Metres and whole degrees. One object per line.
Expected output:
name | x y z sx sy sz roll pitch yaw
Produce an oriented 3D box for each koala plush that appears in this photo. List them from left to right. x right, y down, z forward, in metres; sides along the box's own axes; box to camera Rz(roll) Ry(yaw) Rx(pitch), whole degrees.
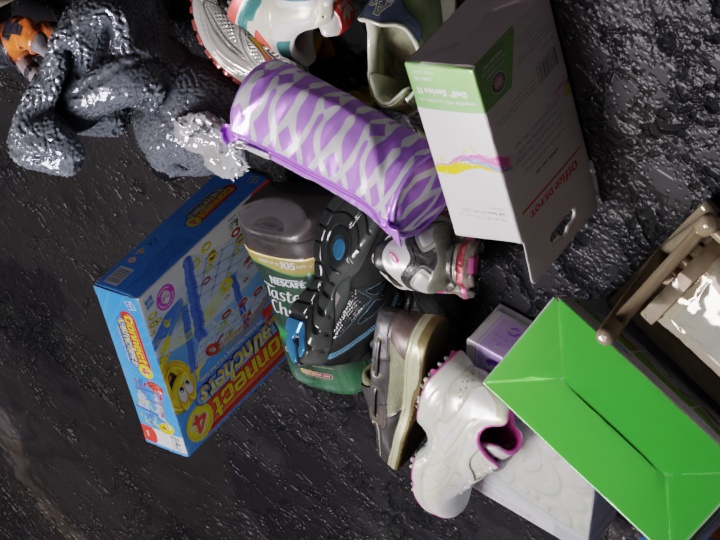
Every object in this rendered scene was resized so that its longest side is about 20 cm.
koala plush | -0.170 -0.149 1.757 0.200 0.177 0.184 27 111 2

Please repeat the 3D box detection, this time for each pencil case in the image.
pencil case | -0.019 -0.097 1.614 0.200 0.085 0.084 28 150 32

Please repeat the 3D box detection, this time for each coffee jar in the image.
coffee jar | -0.039 0.013 1.879 0.104 0.085 0.200 12 133 39

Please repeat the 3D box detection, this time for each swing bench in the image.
swing bench | 0.291 0.058 1.506 0.199 0.200 0.130 43 102 3

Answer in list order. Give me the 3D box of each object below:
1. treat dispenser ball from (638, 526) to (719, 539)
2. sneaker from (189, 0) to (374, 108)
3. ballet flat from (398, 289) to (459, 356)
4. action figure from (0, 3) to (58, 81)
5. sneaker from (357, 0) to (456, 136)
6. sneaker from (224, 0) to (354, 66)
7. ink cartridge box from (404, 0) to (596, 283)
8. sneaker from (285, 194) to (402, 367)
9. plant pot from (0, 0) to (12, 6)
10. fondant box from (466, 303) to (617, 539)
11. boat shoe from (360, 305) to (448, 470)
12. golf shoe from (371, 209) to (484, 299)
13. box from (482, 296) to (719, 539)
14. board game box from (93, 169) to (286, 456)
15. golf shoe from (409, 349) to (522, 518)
treat dispenser ball | 0.295 0.311 1.720 0.201 0.201 0.201 28 142 25
sneaker | -0.063 -0.186 1.728 0.200 0.078 0.082 45 120 10
ballet flat | 0.053 0.050 1.841 0.066 0.057 0.200 22 138 32
action figure | -0.347 -0.213 1.886 0.193 0.200 0.105 13 105 22
sneaker | 0.041 -0.149 1.621 0.067 0.090 0.201 18 137 34
sneaker | -0.030 -0.242 1.611 0.093 0.070 0.200 41 136 4
ink cartridge box | 0.112 -0.102 1.565 0.067 0.117 0.200 9 131 36
sneaker | 0.000 0.000 1.785 0.200 0.082 0.073 -65 34 33
plant pot | -0.303 -0.336 1.736 0.173 0.200 0.200 -14 115 36
fondant box | 0.164 0.143 1.818 0.144 0.058 0.200 29 141 26
boat shoe | 0.034 0.100 1.821 0.066 0.072 0.201 28 143 16
golf shoe | 0.057 -0.018 1.679 0.092 0.073 0.200 6 -179 5
box | 0.219 0.117 1.606 0.200 0.097 0.176 43 -169 14
board game box | -0.144 0.037 1.916 0.056 0.200 0.196 17 137 34
golf shoe | 0.096 0.162 1.800 0.091 0.075 0.200 28 143 23
